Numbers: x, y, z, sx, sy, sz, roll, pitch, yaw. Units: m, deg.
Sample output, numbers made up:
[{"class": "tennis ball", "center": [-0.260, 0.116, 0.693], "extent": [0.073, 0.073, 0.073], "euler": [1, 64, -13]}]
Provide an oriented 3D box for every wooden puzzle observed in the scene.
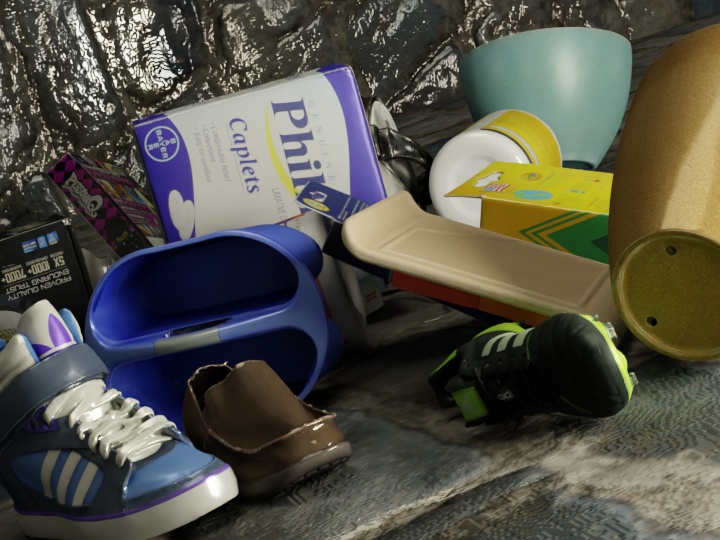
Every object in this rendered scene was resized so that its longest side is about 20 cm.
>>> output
[{"class": "wooden puzzle", "center": [0.096, 0.002, 1.211], "extent": [0.198, 0.038, 0.185], "euler": [21, 15, 11]}]

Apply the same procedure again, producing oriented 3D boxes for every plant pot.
[{"class": "plant pot", "center": [0.235, -0.033, 1.109], "extent": [0.185, 0.188, 0.200], "euler": [-10, 26, 32]}, {"class": "plant pot", "center": [0.216, -0.178, 1.964], "extent": [0.198, 0.136, 0.200], "euler": [-4, -11, -1]}]

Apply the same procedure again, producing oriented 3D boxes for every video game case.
[{"class": "video game case", "center": [-0.212, -0.033, 1.695], "extent": [0.036, 0.182, 0.200], "euler": [-42, -5, 5]}]

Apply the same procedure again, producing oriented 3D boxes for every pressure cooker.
[{"class": "pressure cooker", "center": [-0.018, -0.086, 1.794], "extent": [0.198, 0.180, 0.176], "euler": [-15, 20, 15]}]

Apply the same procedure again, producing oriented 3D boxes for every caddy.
[{"class": "caddy", "center": [-0.108, 0.044, 1.280], "extent": [0.198, 0.143, 0.105], "euler": [-13, 4, 22]}]

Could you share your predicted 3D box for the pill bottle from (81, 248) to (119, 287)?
[{"class": "pill bottle", "center": [-0.310, 0.044, 1.713], "extent": [0.198, 0.114, 0.112], "euler": [-16, 9, -1]}]

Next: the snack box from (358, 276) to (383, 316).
[{"class": "snack box", "center": [-0.092, 0.046, 1.553], "extent": [0.198, 0.037, 0.116], "euler": [-11, 10, 31]}]

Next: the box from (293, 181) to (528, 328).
[{"class": "box", "center": [0.040, -0.012, 1.339], "extent": [0.198, 0.033, 0.121], "euler": [24, 12, 0]}]

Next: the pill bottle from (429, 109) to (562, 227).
[{"class": "pill bottle", "center": [0.149, -0.107, 1.808], "extent": [0.111, 0.113, 0.200], "euler": [-12, 10, 22]}]

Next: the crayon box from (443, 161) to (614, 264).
[{"class": "crayon box", "center": [0.179, -0.043, 1.391], "extent": [0.198, 0.051, 0.127], "euler": [9, 20, 24]}]

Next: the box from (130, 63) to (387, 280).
[{"class": "box", "center": [-0.082, -0.069, 1.519], "extent": [0.198, 0.186, 0.105], "euler": [-17, 7, -6]}]

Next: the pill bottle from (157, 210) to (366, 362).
[{"class": "pill bottle", "center": [-0.104, 0.033, 1.407], "extent": [0.198, 0.113, 0.111], "euler": [-19, 9, 7]}]

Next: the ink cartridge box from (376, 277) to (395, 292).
[{"class": "ink cartridge box", "center": [0.000, 0.000, 1.671], "extent": [0.198, 0.042, 0.119], "euler": [-17, 9, 4]}]

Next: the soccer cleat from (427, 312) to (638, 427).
[{"class": "soccer cleat", "center": [0.101, 0.067, 1.040], "extent": [0.081, 0.068, 0.200], "euler": [-28, 5, -15]}]

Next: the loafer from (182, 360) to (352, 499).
[{"class": "loafer", "center": [-0.073, 0.097, 1.112], "extent": [0.072, 0.072, 0.199], "euler": [-21, 10, -27]}]

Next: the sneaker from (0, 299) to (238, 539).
[{"class": "sneaker", "center": [-0.172, 0.090, 1.087], "extent": [0.199, 0.148, 0.080], "euler": [-9, 11, 43]}]

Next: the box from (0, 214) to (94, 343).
[{"class": "box", "center": [-0.325, 0.059, 1.492], "extent": [0.198, 0.166, 0.086], "euler": [-18, 9, -16]}]
